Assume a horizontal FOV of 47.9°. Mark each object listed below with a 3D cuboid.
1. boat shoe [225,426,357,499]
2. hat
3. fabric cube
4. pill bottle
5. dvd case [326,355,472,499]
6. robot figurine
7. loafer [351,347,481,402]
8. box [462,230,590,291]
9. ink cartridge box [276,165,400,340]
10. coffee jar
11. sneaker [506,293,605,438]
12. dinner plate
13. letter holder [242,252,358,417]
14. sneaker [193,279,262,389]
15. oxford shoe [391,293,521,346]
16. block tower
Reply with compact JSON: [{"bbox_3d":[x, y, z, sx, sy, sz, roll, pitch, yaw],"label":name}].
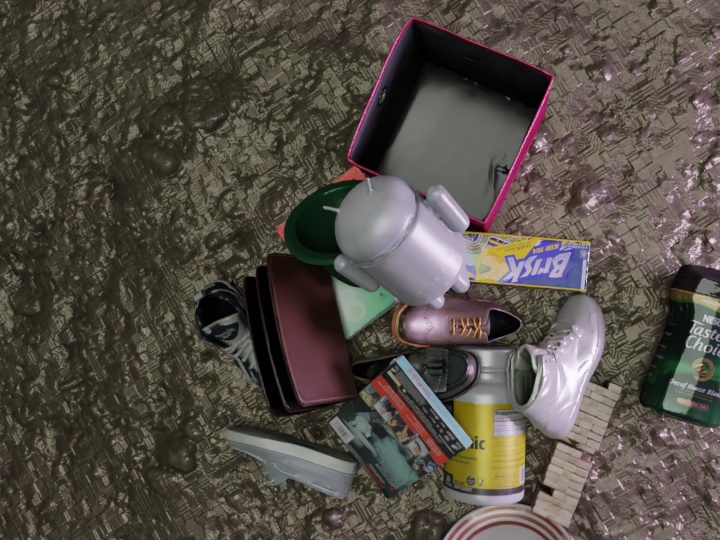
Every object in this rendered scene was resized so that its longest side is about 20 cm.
[{"bbox_3d":[-0.106,0.279,1.165,0.199,0.070,0.072,15,89,7],"label":"boat shoe"},{"bbox_3d":[0.000,0.000,1.127,0.164,0.201,0.177,-22,130,-3],"label":"hat"},{"bbox_3d":[0.120,-0.182,1.067,0.199,0.199,0.198,26,94,9],"label":"fabric cube"},{"bbox_3d":[0.168,0.205,1.097,0.110,0.111,0.202,1,89,10],"label":"pill bottle"},{"bbox_3d":[0.047,0.218,1.104,0.146,0.022,0.200,50,134,8],"label":"dvd case"},{"bbox_3d":[0.049,-0.035,0.967,0.169,0.113,0.200,-38,124,22],"label":"robot figurine"},{"bbox_3d":[0.068,0.140,1.089,0.199,0.063,0.073,-13,65,45],"label":"loafer"},{"bbox_3d":[0.205,-0.013,1.101,0.198,0.064,0.071,5,91,-1],"label":"box"},{"bbox_3d":[-0.011,-0.028,1.165,0.160,0.050,0.201,-37,86,7],"label":"ink cartridge box"},{"bbox_3d":[0.443,0.097,1.064,0.103,0.085,0.202,15,91,10],"label":"coffee jar"},{"bbox_3d":[0.254,0.105,1.058,0.073,0.115,0.202,0,63,44],"label":"sneaker"},{"bbox_3d":[0.197,0.412,1.089,0.198,0.024,0.202,-11,50,13],"label":"dinner plate"},{"bbox_3d":[-0.100,0.089,1.088,0.100,0.142,0.202,-20,77,29],"label":"letter holder"},{"bbox_3d":[-0.171,0.100,1.148,0.079,0.130,0.200,-31,84,10],"label":"sneaker"},{"bbox_3d":[0.129,0.065,1.065,0.073,0.199,0.072,7,98,52],"label":"oxford shoe"},{"bbox_3d":[0.291,0.240,1.104,0.057,0.054,0.202,22,92,9],"label":"block tower"}]
